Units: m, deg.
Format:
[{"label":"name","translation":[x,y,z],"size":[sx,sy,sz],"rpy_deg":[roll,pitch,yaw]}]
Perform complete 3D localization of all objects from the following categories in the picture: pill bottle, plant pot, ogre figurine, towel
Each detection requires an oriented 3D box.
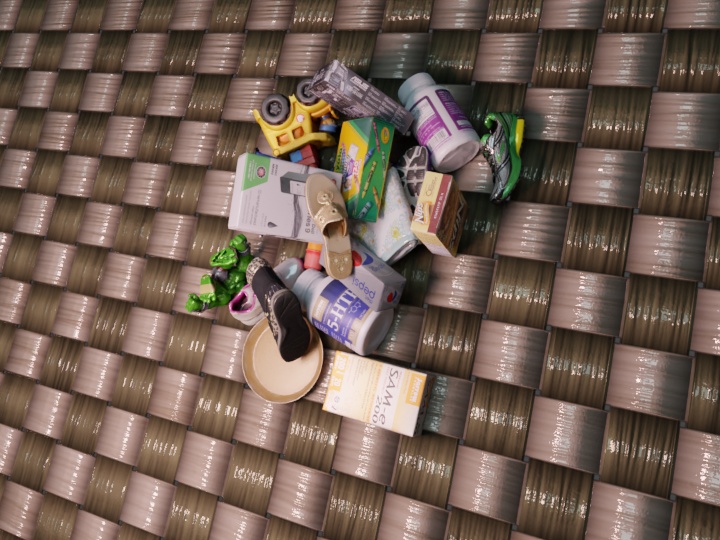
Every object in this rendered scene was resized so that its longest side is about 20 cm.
[{"label":"pill bottle","translation":[-0.043,0.079,1.276],"size":[0.200,0.120,0.120],"rpy_deg":[28,89,24]},{"label":"pill bottle","translation":[0.160,-0.316,1.291],"size":[0.112,0.112,0.200],"rpy_deg":[-31,69,12]},{"label":"plant pot","translation":[-0.169,0.192,1.350],"size":[0.199,0.027,0.201],"rpy_deg":[-5,76,21]},{"label":"ogre figurine","translation":[-0.305,0.014,1.391],"size":[0.098,0.120,0.201],"rpy_deg":[16,86,19]},{"label":"towel","translation":[0.034,-0.091,1.276],"size":[0.200,0.048,0.172],"rpy_deg":[-39,63,45]}]

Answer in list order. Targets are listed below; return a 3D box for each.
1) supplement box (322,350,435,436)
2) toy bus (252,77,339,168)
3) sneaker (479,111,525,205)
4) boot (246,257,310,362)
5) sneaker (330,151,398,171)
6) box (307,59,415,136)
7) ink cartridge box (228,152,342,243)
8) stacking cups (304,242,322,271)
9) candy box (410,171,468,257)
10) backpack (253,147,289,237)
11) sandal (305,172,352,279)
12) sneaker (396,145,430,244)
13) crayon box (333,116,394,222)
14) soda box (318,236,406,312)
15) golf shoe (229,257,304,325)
[{"label":"supplement box","translation":[0.037,0.246,1.234],"size":[0.199,0.074,0.127],"rpy_deg":[11,83,22]},{"label":"toy bus","translation":[-0.119,-0.319,1.396],"size":[0.199,0.136,0.193],"rpy_deg":[-22,84,12]},{"label":"sneaker","translation":[0.277,-0.226,1.235],"size":[0.085,0.078,0.201],"rpy_deg":[9,73,-8]},{"label":"boot","translation":[-0.175,0.082,1.290],"size":[0.073,0.204,0.154],"rpy_deg":[-24,46,-20]},{"label":"sneaker","translation":[0.023,-0.243,1.343],"size":[0.199,0.081,0.116],"rpy_deg":[8,82,23]},{"label":"box","translation":[-0.002,-0.352,1.275],"size":[0.200,0.158,0.050],"rpy_deg":[30,89,-19]},{"label":"ink cartridge box","translation":[-0.146,-0.139,1.205],"size":[0.084,0.199,0.147],"rpy_deg":[-175,93,-66]},{"label":"stacking cups","translation":[-0.086,-0.099,1.363],"size":[0.060,0.060,0.201],"rpy_deg":[9,82,22]},{"label":"candy box","translation":[0.159,-0.104,1.195],"size":[0.055,0.200,0.116],"rpy_deg":[15,84,22]},{"label":"backpack","translation":[-0.190,-0.147,1.344],"size":[0.167,0.200,0.163],"rpy_deg":[24,83,-9]},{"label":"sandal","translation":[-0.046,-0.086,1.167],"size":[0.077,0.070,0.213],"rpy_deg":[-15,97,-23]},{"label":"sneaker","translation":[0.123,-0.157,1.273],"size":[0.080,0.083,0.201],"rpy_deg":[8,103,40]},{"label":"crayon box","translation":[-0.002,-0.203,1.244],"size":[0.119,0.058,0.201],"rpy_deg":[14,94,58]},{"label":"soda box","translation":[0.000,0.000,1.242],"size":[0.200,0.063,0.068],"rpy_deg":[40,126,38]},{"label":"golf shoe","translation":[-0.209,0.044,1.364],"size":[0.200,0.092,0.075],"rpy_deg":[-44,66,5]}]
